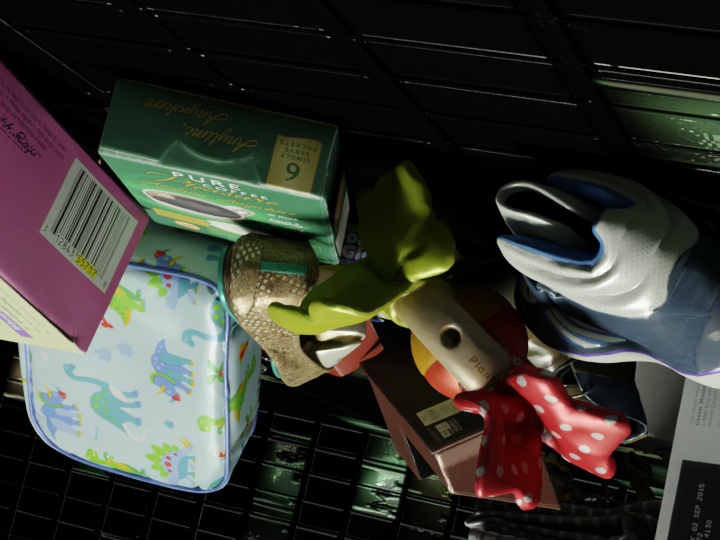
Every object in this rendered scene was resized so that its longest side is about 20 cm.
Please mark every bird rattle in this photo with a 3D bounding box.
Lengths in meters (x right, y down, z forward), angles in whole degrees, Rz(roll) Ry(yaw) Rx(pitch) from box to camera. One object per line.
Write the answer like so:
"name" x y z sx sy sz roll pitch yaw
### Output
"bird rattle" 0.063 0.037 0.887 0.200 0.113 0.163 38 -173 13

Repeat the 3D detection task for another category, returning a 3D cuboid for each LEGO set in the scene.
"LEGO set" 0.214 0.173 1.269 0.200 0.116 0.154 3 139 27

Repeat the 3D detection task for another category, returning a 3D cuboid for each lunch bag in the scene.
"lunch bag" -0.147 0.045 1.096 0.161 0.082 0.200 12 130 11

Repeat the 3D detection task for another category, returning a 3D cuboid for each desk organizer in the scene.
"desk organizer" 0.066 0.111 1.152 0.072 0.077 0.200 -23 -163 -7

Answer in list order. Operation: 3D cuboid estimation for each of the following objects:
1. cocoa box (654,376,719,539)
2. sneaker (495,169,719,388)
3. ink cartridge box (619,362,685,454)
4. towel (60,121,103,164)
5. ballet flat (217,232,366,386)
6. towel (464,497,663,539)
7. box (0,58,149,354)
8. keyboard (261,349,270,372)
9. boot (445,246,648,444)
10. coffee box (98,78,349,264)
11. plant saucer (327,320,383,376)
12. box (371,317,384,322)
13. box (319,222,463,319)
"cocoa box" 0.254 0.099 0.871 0.131 0.200 0.133 21 168 -40
"sneaker" 0.111 -0.012 0.857 0.146 0.081 0.200 38 171 -30
"ink cartridge box" 0.176 0.085 1.266 0.145 0.084 0.200 19 169 -38
"towel" -0.238 -0.080 1.079 0.144 0.023 0.200 16 171 -7
"ballet flat" -0.031 0.029 1.004 0.065 0.071 0.200 1 167 11
"towel" 0.173 0.237 1.203 0.165 0.086 0.200 5 141 28
"box" -0.256 -0.047 0.943 0.200 0.097 0.176 7 153 31
"keyboard" -0.140 0.043 1.227 0.127 0.021 0.200 15 172 37
"boot" 0.122 0.048 1.030 0.075 0.097 0.200 -30 151 30
"coffee box" -0.069 -0.051 0.932 0.123 0.044 0.200 13 171 5
"plant saucer" -0.086 0.029 1.201 0.199 0.037 0.200 19 172 6
"box" -0.085 -0.001 1.294 0.200 0.032 0.121 13 171 19
"box" 0.000 0.000 1.137 0.200 0.048 0.117 14 171 17
